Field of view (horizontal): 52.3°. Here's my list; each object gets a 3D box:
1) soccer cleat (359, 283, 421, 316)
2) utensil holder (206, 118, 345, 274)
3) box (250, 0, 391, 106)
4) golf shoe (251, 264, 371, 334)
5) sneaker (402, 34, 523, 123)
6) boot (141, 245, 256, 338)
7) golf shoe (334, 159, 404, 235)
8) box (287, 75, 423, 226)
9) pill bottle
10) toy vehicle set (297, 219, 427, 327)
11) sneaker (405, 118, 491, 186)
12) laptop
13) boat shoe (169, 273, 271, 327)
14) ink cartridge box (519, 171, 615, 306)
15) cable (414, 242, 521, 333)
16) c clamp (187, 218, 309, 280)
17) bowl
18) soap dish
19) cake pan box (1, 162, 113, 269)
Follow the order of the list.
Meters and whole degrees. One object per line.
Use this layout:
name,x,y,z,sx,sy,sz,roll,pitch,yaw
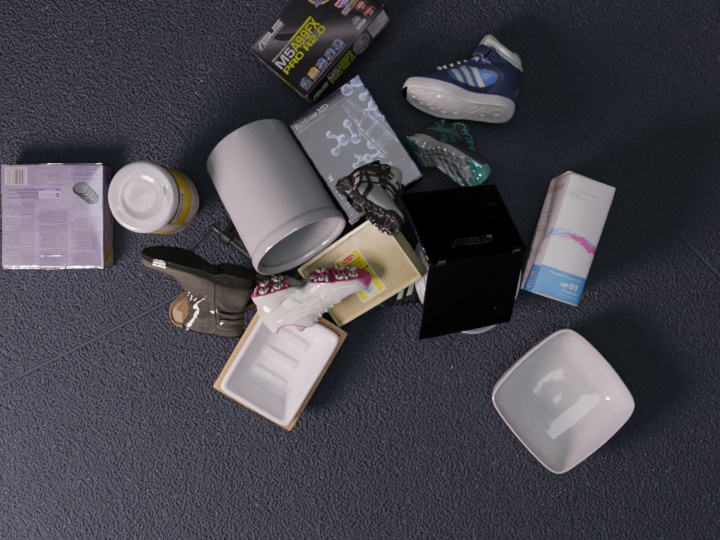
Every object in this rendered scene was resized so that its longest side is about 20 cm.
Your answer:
soccer cleat,0.084,0.033,1.284,0.199,0.068,0.082,-34,96,1
utensil holder,-0.144,-0.122,1.218,0.169,0.170,0.201,-32,76,3
box,-0.070,-0.403,1.252,0.200,0.044,0.160,-48,65,3
golf shoe,-0.075,0.047,1.199,0.197,0.075,0.093,-11,108,9
sneaker,0.180,-0.340,1.258,0.197,0.081,0.148,12,69,3
boot,-0.278,0.044,1.219,0.197,0.068,0.132,17,111,-11
golf shoe,0.030,-0.122,1.112,0.094,0.200,0.078,-40,123,-1
box,-0.006,-0.201,1.256,0.148,0.107,0.201,-34,90,4
pill bottle,-0.333,-0.117,1.224,0.110,0.200,0.113,0,92,2
toy vehicle set,0.000,0.000,1.218,0.199,0.027,0.125,-32,96,35
sneaker,0.159,-0.208,1.222,0.091,0.200,0.078,-40,130,-9
laptop,0.158,-0.018,1.183,0.185,0.116,0.202,-8,64,-27
boat shoe,-0.250,0.051,1.294,0.198,0.066,0.075,-20,91,3
ink cartridge box,0.341,-0.052,1.229,0.084,0.145,0.203,17,93,2
cable,0.179,0.002,1.242,0.198,0.069,0.202,26,80,-24
c clamp,-0.173,-0.036,1.280,0.199,0.027,0.172,33,61,-2
bowl,0.345,0.219,1.275,0.200,0.075,0.200,-41,90,4
soap dish,-0.138,0.152,1.279,0.156,0.081,0.201,31,92,-8
cake pan box,-0.544,-0.096,1.309,0.197,0.052,0.187,-1,90,2
